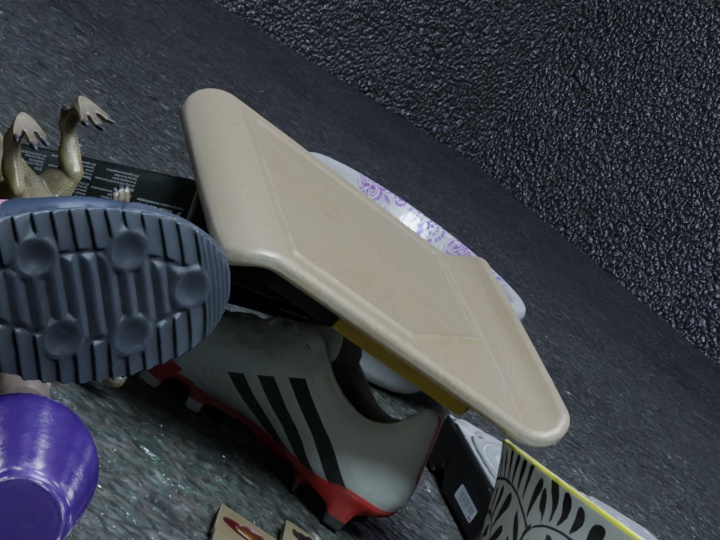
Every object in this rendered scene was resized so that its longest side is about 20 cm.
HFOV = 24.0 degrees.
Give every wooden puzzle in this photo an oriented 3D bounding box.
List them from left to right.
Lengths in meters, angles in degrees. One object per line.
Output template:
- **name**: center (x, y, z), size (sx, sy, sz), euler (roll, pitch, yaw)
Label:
- **wooden puzzle**: center (0.000, 0.000, 0.842), size (0.199, 0.037, 0.185), euler (31, 18, -25)

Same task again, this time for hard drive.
- **hard drive**: center (0.140, 0.175, 1.073), size (0.199, 0.038, 0.140), euler (33, 10, -18)

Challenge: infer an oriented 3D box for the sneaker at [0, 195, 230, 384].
- **sneaker**: center (-0.148, 0.001, 0.606), size (0.198, 0.071, 0.082), euler (-3, 19, -24)

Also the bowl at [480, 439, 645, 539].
- **bowl**: center (0.122, 0.175, 0.787), size (0.200, 0.095, 0.201), euler (36, -1, 1)

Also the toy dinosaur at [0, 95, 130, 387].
- **toy dinosaur**: center (-0.163, -0.035, 0.832), size (0.058, 0.101, 0.201), euler (1, 46, -37)

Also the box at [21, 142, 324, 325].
- **box**: center (-0.099, -0.016, 0.951), size (0.199, 0.048, 0.192), euler (14, -5, 39)

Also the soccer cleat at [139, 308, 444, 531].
- **soccer cleat**: center (-0.046, 0.049, 0.883), size (0.199, 0.086, 0.069), euler (38, 10, 14)

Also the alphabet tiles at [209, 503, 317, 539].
- **alphabet tiles**: center (0.002, 0.167, 0.715), size (0.166, 0.006, 0.200), euler (34, 9, -5)

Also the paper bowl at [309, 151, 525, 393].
- **paper bowl**: center (0.013, 0.011, 1.227), size (0.200, 0.105, 0.201), euler (35, 9, -6)

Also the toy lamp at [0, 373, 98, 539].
- **toy lamp**: center (-0.129, 0.054, 0.654), size (0.058, 0.058, 0.200), euler (32, 11, -17)
